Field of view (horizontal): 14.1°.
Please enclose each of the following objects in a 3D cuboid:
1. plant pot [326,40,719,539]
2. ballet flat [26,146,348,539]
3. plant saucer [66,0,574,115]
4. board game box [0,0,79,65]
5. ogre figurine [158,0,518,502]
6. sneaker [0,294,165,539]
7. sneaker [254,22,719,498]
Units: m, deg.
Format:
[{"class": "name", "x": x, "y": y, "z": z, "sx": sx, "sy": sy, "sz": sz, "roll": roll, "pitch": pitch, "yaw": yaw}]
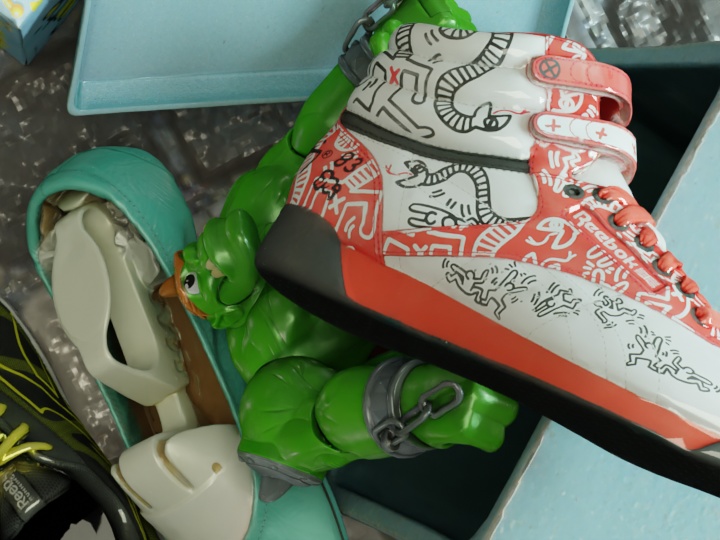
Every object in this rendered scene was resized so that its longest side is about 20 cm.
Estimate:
[{"class": "plant pot", "x": 0.134, "y": 0.054, "z": 1.043, "sx": 0.200, "sy": 0.196, "sz": 0.196, "roll": 31, "pitch": 85, "yaw": -15}, {"class": "ballet flat", "x": -0.071, "y": 0.048, "z": 1.062, "sx": 0.067, "sy": 0.070, "sz": 0.200, "roll": -34, "pitch": 75, "yaw": 35}, {"class": "plant saucer", "x": -0.012, "y": -0.095, "z": 1.071, "sx": 0.199, "sy": 0.019, "sz": 0.070, "roll": -5, "pitch": 128, "yaw": -25}, {"class": "board game box", "x": -0.101, "y": -0.190, "z": 1.069, "sx": 0.103, "sy": 0.105, "sz": 0.200, "roll": 38, "pitch": 84, "yaw": -2}, {"class": "ogre figurine", "x": 0.000, "y": 0.000, "z": 1.021, "sx": 0.120, "sy": 0.098, "sz": 0.200, "roll": -37, "pitch": 59, "yaw": 30}, {"class": "sneaker", "x": -0.131, "y": 0.062, "z": 1.065, "sx": 0.074, "sy": 0.085, "sz": 0.200, "roll": -44, "pitch": 92, "yaw": -6}, {"class": "sneaker", "x": 0.073, "y": -0.008, "z": 0.894, "sx": 0.201, "sy": 0.067, "sz": 0.108, "roll": 24, "pitch": 79, "yaw": 25}]
